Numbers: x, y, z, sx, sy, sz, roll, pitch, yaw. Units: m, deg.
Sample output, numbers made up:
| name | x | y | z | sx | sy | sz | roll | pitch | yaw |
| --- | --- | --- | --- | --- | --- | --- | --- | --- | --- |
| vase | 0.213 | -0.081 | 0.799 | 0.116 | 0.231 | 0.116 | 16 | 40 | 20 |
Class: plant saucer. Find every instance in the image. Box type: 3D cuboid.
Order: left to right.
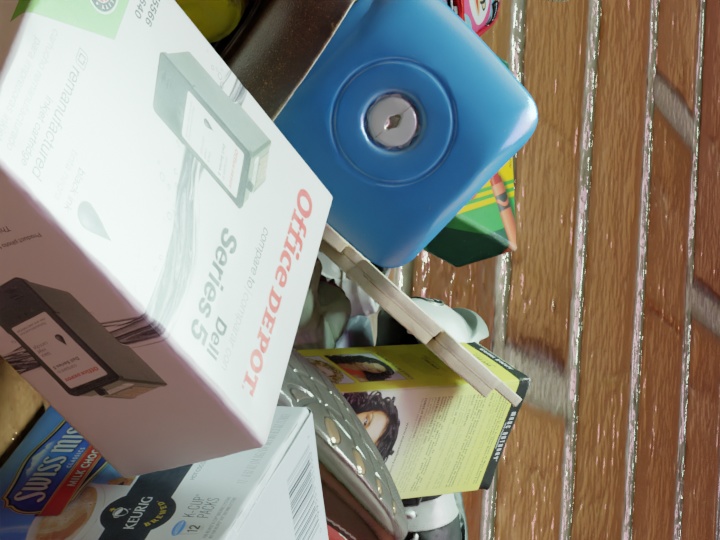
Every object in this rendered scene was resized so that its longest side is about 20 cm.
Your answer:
| name | x | y | z | sx | sy | sz | roll | pitch | yaw |
| --- | --- | --- | --- | --- | --- | --- | --- | --- | --- |
| plant saucer | -0.054 | -0.105 | 1.217 | 0.201 | 0.032 | 0.200 | -51 | -168 | 15 |

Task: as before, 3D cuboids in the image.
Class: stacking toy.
| name | x | y | z | sx | sy | sz | roll | pitch | yaw |
| --- | --- | --- | --- | --- | --- | --- | --- | --- | --- |
| stacking toy | 0.014 | -0.083 | 1.291 | 0.110 | 0.116 | 0.200 | 44 | 4 | -5 |

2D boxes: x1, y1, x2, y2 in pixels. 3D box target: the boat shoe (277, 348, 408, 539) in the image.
| name | x | y | z | sx | sy | sz | roll | pitch | yaw |
| --- | --- | --- | --- | --- | --- | --- | --- | --- | --- |
| boat shoe | -0.057 | 0.072 | 1.216 | 0.200 | 0.072 | 0.076 | 45 | 14 | -19 |

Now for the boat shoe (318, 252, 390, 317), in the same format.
| name | x | y | z | sx | sy | sz | roll | pitch | yaw |
| --- | --- | --- | --- | --- | --- | --- | --- | --- | --- |
| boat shoe | 0.008 | -0.036 | 1.525 | 0.200 | 0.065 | 0.072 | -61 | 147 | -55 |

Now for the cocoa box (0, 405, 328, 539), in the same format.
| name | x | y | z | sx | sy | sz | roll | pitch | yaw |
| --- | --- | --- | --- | --- | --- | --- | --- | --- | --- |
| cocoa box | -0.089 | 0.175 | 1.127 | 0.134 | 0.130 | 0.201 | -56 | 144 | -59 |

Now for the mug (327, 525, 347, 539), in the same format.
| name | x | y | z | sx | sy | sz | roll | pitch | yaw |
| --- | --- | --- | --- | --- | --- | --- | --- | --- | --- |
| mug | 0.014 | 0.214 | 1.276 | 0.133 | 0.200 | 0.178 | 5 | 126 | -48 |

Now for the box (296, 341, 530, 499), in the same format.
| name | x | y | z | sx | sy | sz | roll | pitch | yaw |
| --- | --- | --- | --- | --- | --- | --- | --- | --- | --- |
| box | 0.005 | 0.083 | 1.349 | 0.199 | 0.050 | 0.076 | -3 | 118 | -49 |

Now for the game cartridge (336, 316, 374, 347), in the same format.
| name | x | y | z | sx | sy | sz | roll | pitch | yaw |
| --- | --- | --- | --- | --- | --- | --- | --- | --- | --- |
| game cartridge | -0.029 | 0.121 | 1.471 | 0.200 | 0.041 | 0.134 | -62 | 145 | -54 |

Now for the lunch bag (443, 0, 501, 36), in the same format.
| name | x | y | z | sx | sy | sz | roll | pitch | yaw |
| --- | --- | --- | --- | --- | --- | --- | --- | --- | --- |
| lunch bag | 0.029 | -0.231 | 1.566 | 0.176 | 0.081 | 0.202 | -46 | 132 | -60 |

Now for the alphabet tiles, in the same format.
| name | x | y | z | sx | sy | sz | roll | pitch | yaw |
| --- | --- | --- | --- | --- | --- | --- | --- | --- | --- |
| alphabet tiles | 0.000 | 0.000 | 1.319 | 0.015 | 0.200 | 0.195 | -48 | 123 | 1 |

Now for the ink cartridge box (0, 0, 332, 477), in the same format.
| name | x | y | z | sx | sy | sz | roll | pitch | yaw |
| --- | --- | --- | --- | --- | --- | --- | --- | --- | --- |
| ink cartridge box | -0.107 | -0.033 | 1.041 | 0.200 | 0.084 | 0.146 | 49 | 41 | -36 |

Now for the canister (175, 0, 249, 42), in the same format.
| name | x | y | z | sx | sy | sz | roll | pitch | yaw |
| --- | --- | --- | --- | --- | --- | --- | --- | --- | --- |
| canister | -0.075 | -0.226 | 1.225 | 0.201 | 0.086 | 0.149 | -69 | 154 | -42 |

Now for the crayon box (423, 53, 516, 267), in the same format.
| name | x | y | z | sx | sy | sz | roll | pitch | yaw |
| --- | --- | --- | --- | --- | --- | --- | --- | --- | --- |
| crayon box | 0.017 | -0.093 | 1.457 | 0.200 | 0.051 | 0.128 | 25 | 57 | -49 |

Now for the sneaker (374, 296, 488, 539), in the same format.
| name | x | y | z | sx | sy | sz | roll | pitch | yaw |
| --- | --- | --- | --- | --- | --- | --- | --- | --- | --- |
| sneaker | 0.019 | 0.113 | 1.475 | 0.088 | 0.074 | 0.202 | 19 | 74 | -53 |

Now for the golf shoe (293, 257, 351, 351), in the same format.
| name | x | y | z | sx | sy | sz | roll | pitch | yaw |
| --- | --- | --- | --- | --- | --- | --- | --- | --- | --- |
| golf shoe | -0.056 | 0.031 | 1.324 | 0.200 | 0.075 | 0.092 | 44 | 54 | -64 |
